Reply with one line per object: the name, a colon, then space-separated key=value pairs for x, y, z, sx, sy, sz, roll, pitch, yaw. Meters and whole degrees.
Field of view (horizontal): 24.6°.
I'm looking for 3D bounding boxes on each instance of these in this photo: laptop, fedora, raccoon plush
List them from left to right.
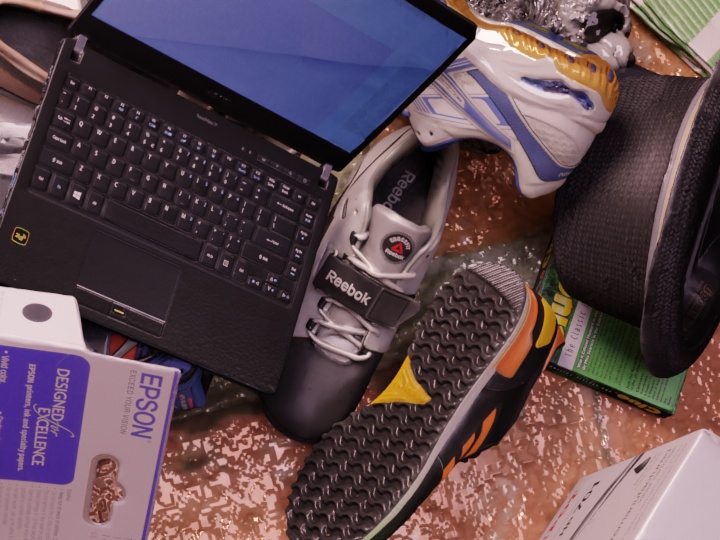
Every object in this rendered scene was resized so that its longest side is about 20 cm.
laptop: x=-0.059 y=-0.060 z=0.807 sx=0.177 sy=0.103 sz=0.200 roll=26 pitch=72 yaw=-33
raccoon plush: x=0.070 y=-0.166 z=0.986 sx=0.200 sy=0.097 sz=0.134 roll=37 pitch=65 yaw=-2
fedora: x=0.165 y=-0.043 z=0.938 sx=0.091 sy=0.201 sz=0.201 roll=14 pitch=73 yaw=23

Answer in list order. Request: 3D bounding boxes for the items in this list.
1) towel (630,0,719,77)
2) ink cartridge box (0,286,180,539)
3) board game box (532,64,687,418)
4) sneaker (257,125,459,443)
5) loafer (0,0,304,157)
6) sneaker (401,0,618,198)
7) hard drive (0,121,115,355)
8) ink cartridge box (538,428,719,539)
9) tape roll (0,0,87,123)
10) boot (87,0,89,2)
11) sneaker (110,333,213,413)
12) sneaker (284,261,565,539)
towel: x=0.196 y=-0.235 z=1.062 sx=0.200 sy=0.023 sz=0.153 roll=43 pitch=72 yaw=1
ink cartridge box: x=-0.197 y=0.087 z=0.814 sx=0.200 sy=0.198 sz=0.043 roll=10 pitch=42 yaw=-8
board game box: x=0.171 y=-0.021 z=1.009 sx=0.105 sy=0.023 sz=0.200 roll=24 pitch=74 yaw=-8
sneaker: x=0.000 y=0.000 z=0.933 sx=0.074 sy=0.089 sz=0.200 roll=24 pitch=75 yaw=-8
loafer: x=-0.113 y=-0.096 z=0.862 sx=0.200 sy=0.063 sz=0.072 roll=17 pitch=85 yaw=-19
sneaker: x=0.035 y=-0.110 z=0.890 sx=0.200 sy=0.075 sz=0.088 roll=31 pitch=113 yaw=12
hard drive: x=-0.221 y=-0.008 z=0.845 sx=0.200 sy=0.042 sz=0.135 roll=0 pitch=79 yaw=3
ink cartridge box: x=0.139 y=0.176 z=0.865 sx=0.086 sy=0.200 sz=0.147 roll=37 pitch=72 yaw=-1
tape roll: x=-0.247 y=-0.122 z=0.905 sx=0.202 sy=0.037 sz=0.203 roll=0 pitch=81 yaw=1
boot: x=-0.092 y=-0.127 z=0.936 sx=0.182 sy=0.073 sz=0.200 roll=-7 pitch=71 yaw=13
sneaker: x=-0.121 y=0.051 z=0.892 sx=0.200 sy=0.075 sz=0.078 roll=-38 pitch=73 yaw=-14
sneaker: x=0.045 y=0.095 z=0.930 sx=0.200 sy=0.070 sz=0.090 roll=-53 pitch=137 yaw=1
